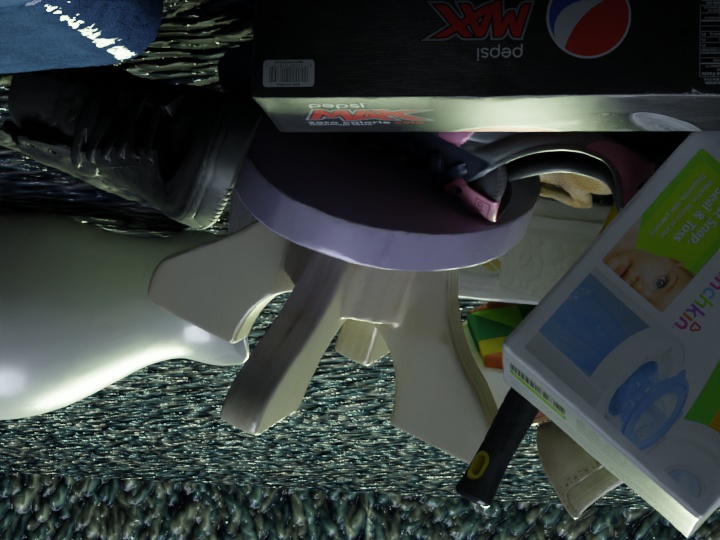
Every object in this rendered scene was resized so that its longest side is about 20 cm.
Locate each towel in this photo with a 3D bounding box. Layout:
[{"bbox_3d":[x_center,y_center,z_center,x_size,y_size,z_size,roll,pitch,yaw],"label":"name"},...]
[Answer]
[{"bbox_3d":[-0.158,-0.120,1.123,0.111,0.049,0.200,-1,169,19],"label":"towel"}]

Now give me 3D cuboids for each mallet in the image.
[{"bbox_3d":[0.091,0.011,1.349,0.041,0.200,0.066,35,179,-44],"label":"mallet"}]

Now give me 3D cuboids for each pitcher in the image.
[{"bbox_3d":[-0.185,0.020,1.801,0.199,0.122,0.172,-7,-171,-19],"label":"pitcher"}]

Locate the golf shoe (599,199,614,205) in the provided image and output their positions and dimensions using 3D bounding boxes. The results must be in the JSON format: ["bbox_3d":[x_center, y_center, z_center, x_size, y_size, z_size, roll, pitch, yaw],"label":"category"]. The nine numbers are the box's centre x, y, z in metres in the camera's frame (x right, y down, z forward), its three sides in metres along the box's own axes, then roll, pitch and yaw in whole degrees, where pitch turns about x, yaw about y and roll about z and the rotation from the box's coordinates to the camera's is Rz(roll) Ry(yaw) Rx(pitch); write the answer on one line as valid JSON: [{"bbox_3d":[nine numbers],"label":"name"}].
[{"bbox_3d":[0.187,-0.002,1.565,0.200,0.078,0.097,-7,127,51],"label":"golf shoe"}]

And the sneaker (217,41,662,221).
[{"bbox_3d":[0.034,-0.064,1.314,0.199,0.082,0.070,1,170,8],"label":"sneaker"}]

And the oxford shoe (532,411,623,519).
[{"bbox_3d":[0.174,0.058,1.355,0.200,0.075,0.070,-18,177,20],"label":"oxford shoe"}]

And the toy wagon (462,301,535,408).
[{"bbox_3d":[0.125,0.047,1.590,0.155,0.040,0.200,-10,-166,-2],"label":"toy wagon"}]

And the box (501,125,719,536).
[{"bbox_3d":[0.165,0.000,1.259,0.112,0.200,0.101,41,175,9],"label":"box"}]

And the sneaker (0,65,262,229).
[{"bbox_3d":[-0.113,-0.064,1.341,0.104,0.060,0.200,23,174,-11],"label":"sneaker"}]

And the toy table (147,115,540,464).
[{"bbox_3d":[0.000,0.000,1.376,0.184,0.117,0.200,31,-157,27],"label":"toy table"}]

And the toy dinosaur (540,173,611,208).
[{"bbox_3d":[0.136,-0.051,1.446,0.200,0.058,0.101,-5,167,34],"label":"toy dinosaur"}]

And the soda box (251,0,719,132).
[{"bbox_3d":[0.059,-0.092,1.203,0.199,0.064,0.071,1,170,9],"label":"soda box"}]

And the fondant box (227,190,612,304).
[{"bbox_3d":[0.027,-0.015,1.586,0.144,0.058,0.200,6,178,-21],"label":"fondant box"}]
